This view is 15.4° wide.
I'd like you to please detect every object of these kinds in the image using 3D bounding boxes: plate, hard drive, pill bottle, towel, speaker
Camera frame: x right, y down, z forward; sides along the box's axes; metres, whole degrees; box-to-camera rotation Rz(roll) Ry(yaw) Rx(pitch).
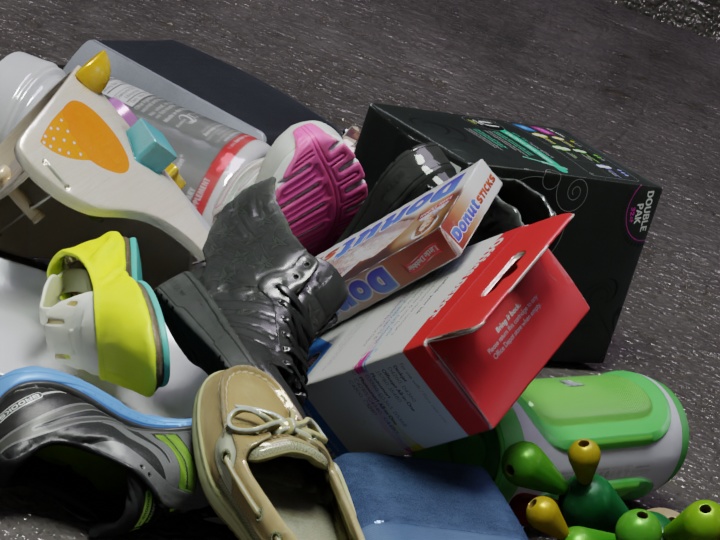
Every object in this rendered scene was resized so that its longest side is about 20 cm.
[{"bbox_3d":[-0.182,0.049,1.589,0.199,0.032,0.200,18,17,-5],"label":"plate"},{"bbox_3d":[-0.116,-0.124,2.023,0.200,0.043,0.135,30,20,30],"label":"hard drive"},{"bbox_3d":[-0.169,-0.071,1.852,0.199,0.114,0.114,23,16,14],"label":"pill bottle"},{"bbox_3d":[0.042,0.163,1.446,0.111,0.049,0.200,10,19,-14],"label":"towel"},{"bbox_3d":[0.121,0.107,1.659,0.088,0.089,0.199,31,20,35],"label":"speaker"}]

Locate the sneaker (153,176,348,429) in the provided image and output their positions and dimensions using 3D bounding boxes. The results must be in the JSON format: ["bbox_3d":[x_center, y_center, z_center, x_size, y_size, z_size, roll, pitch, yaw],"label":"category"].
[{"bbox_3d":[-0.048,0.027,1.535,0.104,0.060,0.200,-27,41,-15],"label":"sneaker"}]

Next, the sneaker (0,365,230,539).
[{"bbox_3d":[-0.112,0.115,1.422,0.199,0.071,0.083,18,40,-20],"label":"sneaker"}]

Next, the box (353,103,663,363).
[{"bbox_3d":[0.094,-0.025,1.940,0.199,0.149,0.124,5,20,-41],"label":"box"}]

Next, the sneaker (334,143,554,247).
[{"bbox_3d":[0.040,0.001,1.668,0.060,0.200,0.104,-19,60,-44],"label":"sneaker"}]

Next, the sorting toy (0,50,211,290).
[{"bbox_3d":[-0.149,-0.036,1.719,0.180,0.107,0.200,42,-19,-10],"label":"sorting toy"}]

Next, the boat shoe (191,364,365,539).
[{"bbox_3d":[-0.032,0.119,1.364,0.073,0.063,0.201,10,41,-28],"label":"boat shoe"}]

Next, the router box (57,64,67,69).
[{"bbox_3d":[-0.156,-0.099,2.067,0.200,0.052,0.157,30,19,31],"label":"router box"}]

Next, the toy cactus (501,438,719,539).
[{"bbox_3d":[0.170,0.168,1.547,0.199,0.103,0.165,21,-3,14],"label":"toy cactus"}]

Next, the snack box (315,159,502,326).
[{"bbox_3d":[0.000,0.000,1.608,0.024,0.200,0.072,48,42,-14],"label":"snack box"}]

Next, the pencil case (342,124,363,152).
[{"bbox_3d":[0.063,-0.047,2.104,0.199,0.078,0.089,22,-7,7],"label":"pencil case"}]

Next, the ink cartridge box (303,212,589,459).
[{"bbox_3d":[0.049,0.044,1.540,0.067,0.200,0.116,52,52,-14],"label":"ink cartridge box"}]

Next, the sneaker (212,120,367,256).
[{"bbox_3d":[-0.057,-0.038,1.730,0.081,0.200,0.088,-22,64,-25],"label":"sneaker"}]

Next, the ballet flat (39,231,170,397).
[{"bbox_3d":[-0.152,0.028,1.550,0.067,0.067,0.200,-6,18,-9],"label":"ballet flat"}]
